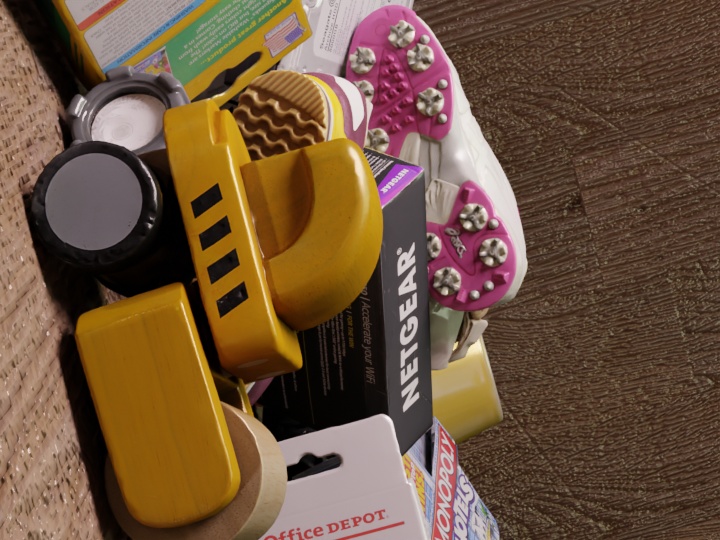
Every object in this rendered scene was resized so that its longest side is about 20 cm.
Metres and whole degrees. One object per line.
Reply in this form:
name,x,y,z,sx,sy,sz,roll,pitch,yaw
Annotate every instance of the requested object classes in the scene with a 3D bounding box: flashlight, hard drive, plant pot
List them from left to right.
flashlight,-0.102,-0.027,0.922,0.200,0.068,0.068,73,29,-56
hard drive,-0.015,-0.169,1.055,0.200,0.038,0.140,3,102,-70
plant pot,0.029,0.106,1.599,0.201,0.188,0.201,-15,90,-88

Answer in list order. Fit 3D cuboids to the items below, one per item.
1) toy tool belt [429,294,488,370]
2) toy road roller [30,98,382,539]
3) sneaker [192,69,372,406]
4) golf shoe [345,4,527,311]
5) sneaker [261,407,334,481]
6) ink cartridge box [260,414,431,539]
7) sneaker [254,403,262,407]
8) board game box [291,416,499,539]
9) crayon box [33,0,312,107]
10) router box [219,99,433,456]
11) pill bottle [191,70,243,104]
toy tool belt,0.000,0.000,1.135,0.123,0.200,0.125,-42,128,-41
toy road roller,-0.052,0.020,0.762,0.123,0.146,0.201,58,16,-80
sneaker,-0.043,-0.007,0.898,0.090,0.075,0.200,-1,116,-62
golf shoe,0.049,-0.067,1.046,0.091,0.075,0.200,9,61,-67
sneaker,-0.041,0.150,1.224,0.104,0.060,0.200,76,2,-59
ink cartridge box,-0.007,0.196,1.015,0.068,0.116,0.201,55,20,-83
sneaker,-0.035,0.062,1.282,0.075,0.078,0.200,-62,-178,25
board game box,0.036,0.171,1.193,0.200,0.062,0.200,54,24,-26
crayon box,-0.104,-0.156,0.872,0.052,0.126,0.200,46,-11,26
router box,-0.031,0.009,1.028,0.051,0.149,0.200,-42,142,-38
pill bottle,-0.096,-0.118,1.092,0.200,0.108,0.109,71,4,-58
